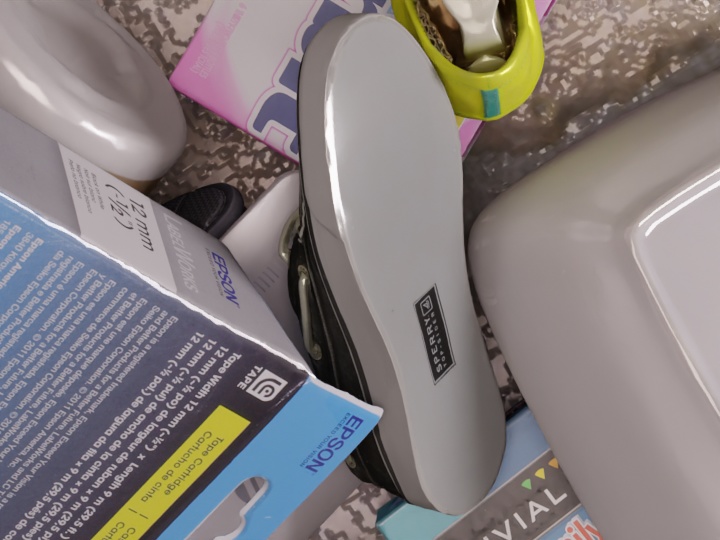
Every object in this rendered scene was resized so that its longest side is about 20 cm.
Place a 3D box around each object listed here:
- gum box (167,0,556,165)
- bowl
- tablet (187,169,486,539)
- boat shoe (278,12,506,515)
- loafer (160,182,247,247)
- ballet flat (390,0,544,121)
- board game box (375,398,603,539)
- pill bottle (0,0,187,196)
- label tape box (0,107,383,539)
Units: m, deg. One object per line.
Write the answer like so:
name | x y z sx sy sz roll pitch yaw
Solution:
gum box | 0.025 -0.129 0.899 0.113 0.066 0.201 30 93 2
bowl | 0.164 0.018 0.860 0.199 0.075 0.201 -27 87 -20
tablet | -0.053 0.067 0.904 0.200 0.014 0.130 -46 124 4
boat shoe | 0.000 0.000 0.842 0.063 0.071 0.201 12 124 40
loafer | -0.114 0.043 0.920 0.199 0.072 0.063 -36 114 8
ballet flat | 0.028 -0.154 0.831 0.066 0.067 0.202 -13 89 5
board game box | 0.125 0.132 0.914 0.151 0.047 0.200 -38 90 3
pill bottle | -0.167 -0.015 0.862 0.111 0.111 0.200 45 109 1
label tape box | -0.112 0.041 0.809 0.199 0.066 0.143 31 112 -36
